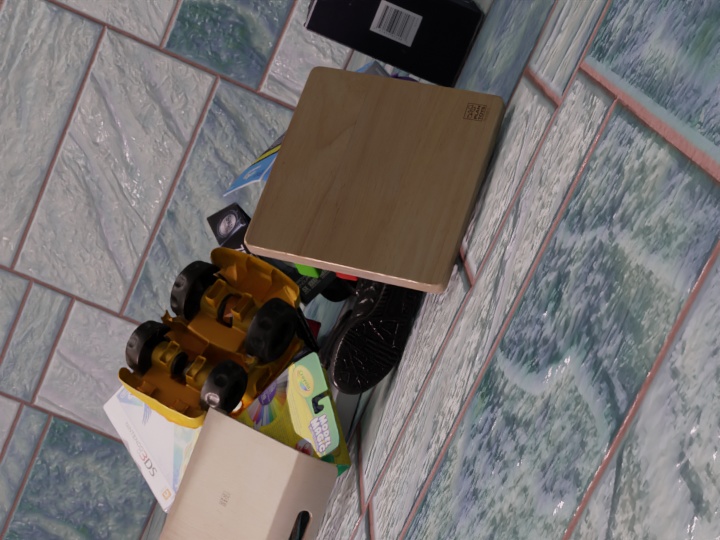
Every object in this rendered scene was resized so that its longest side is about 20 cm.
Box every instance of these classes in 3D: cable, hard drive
[{"bbox_3d":[-0.046,0.130,1.668,0.200,0.050,0.097,-50,-14,21],"label":"cable"},{"bbox_3d":[-0.039,0.162,1.518,0.200,0.026,0.133,126,165,-57],"label":"hard drive"}]

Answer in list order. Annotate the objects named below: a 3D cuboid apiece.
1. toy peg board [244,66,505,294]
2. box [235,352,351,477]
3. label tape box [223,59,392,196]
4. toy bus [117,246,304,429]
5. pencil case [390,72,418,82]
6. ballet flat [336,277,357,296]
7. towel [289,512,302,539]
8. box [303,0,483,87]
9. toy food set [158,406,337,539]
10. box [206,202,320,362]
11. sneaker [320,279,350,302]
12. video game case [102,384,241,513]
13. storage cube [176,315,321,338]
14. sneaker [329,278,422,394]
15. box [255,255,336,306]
[{"bbox_3d":[0.023,-0.072,1.304,0.098,0.198,0.201,61,-135,-61],"label":"toy peg board"},{"bbox_3d":[-0.080,0.181,1.381,0.200,0.048,0.118,-46,47,36],"label":"box"},{"bbox_3d":[-0.053,-0.142,1.572,0.200,0.066,0.143,-48,12,-18],"label":"label tape box"},{"bbox_3d":[-0.155,0.107,1.524,0.200,0.135,0.193,-53,-25,-26],"label":"toy bus"},{"bbox_3d":[0.044,-0.218,1.801,0.200,0.083,0.086,-133,28,-79],"label":"pencil case"},{"bbox_3d":[0.000,0.000,1.589,0.200,0.056,0.067,152,139,-78],"label":"ballet flat"},{"bbox_3d":[-0.083,0.235,1.489,0.200,0.022,0.148,174,108,-77],"label":"towel"},{"bbox_3d":[0.039,-0.327,1.726,0.182,0.199,0.105,-95,27,-72],"label":"box"},{"bbox_3d":[-0.110,0.228,1.334,0.199,0.060,0.144,17,84,49],"label":"toy food set"},{"bbox_3d":[-0.115,0.028,1.704,0.043,0.201,0.160,-28,-15,2],"label":"box"},{"bbox_3d":[-0.037,-0.012,1.869,0.067,0.108,0.202,-32,48,3],"label":"sneaker"},{"bbox_3d":[-0.219,0.170,1.720,0.200,0.183,0.022,-46,-32,12],"label":"video game case"},{"bbox_3d":[-0.167,0.139,1.854,0.171,0.199,0.181,154,132,-77],"label":"storage cube"},{"bbox_3d":[0.023,0.032,1.356,0.201,0.060,0.104,-63,8,-8],"label":"sneaker"},{"bbox_3d":[-0.025,-0.069,1.591,0.200,0.086,0.164,-43,10,4],"label":"box"}]
